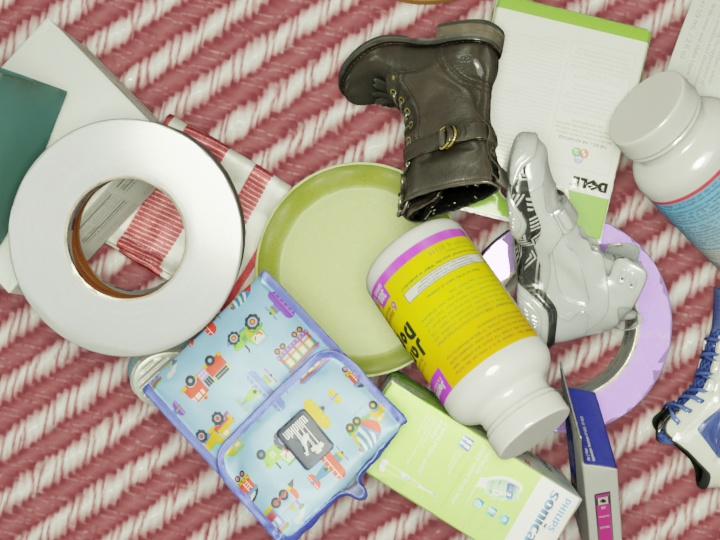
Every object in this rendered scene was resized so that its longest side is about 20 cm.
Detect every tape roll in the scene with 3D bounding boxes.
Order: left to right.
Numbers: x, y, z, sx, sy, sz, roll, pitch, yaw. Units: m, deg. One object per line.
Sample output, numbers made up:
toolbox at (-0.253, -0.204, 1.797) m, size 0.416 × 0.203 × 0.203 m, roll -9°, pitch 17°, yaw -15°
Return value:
tape roll at (-0.199, -0.030, 1.126) m, size 0.197 × 0.066 × 0.203 m, roll 0°, pitch 95°, yaw -2°
tape roll at (0.191, 0.049, 1.232) m, size 0.197 × 0.066 × 0.203 m, roll 0°, pitch 92°, yaw 2°

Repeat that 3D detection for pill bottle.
pill bottle at (0.095, 0.060, 1.127) m, size 0.104 × 0.104 × 0.201 m, roll -35°, pitch 67°, yaw 3°
pill bottle at (0.317, -0.084, 1.169) m, size 0.200 × 0.109 × 0.109 m, roll 40°, pitch 92°, yaw -25°

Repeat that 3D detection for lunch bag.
lunch bag at (-0.063, 0.129, 1.124) m, size 0.151 × 0.094 × 0.200 m, roll -44°, pitch 67°, yaw -4°

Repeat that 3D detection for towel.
towel at (-0.138, -0.042, 1.266) m, size 0.199 × 0.023 × 0.145 m, roll 31°, pitch 91°, yaw 2°

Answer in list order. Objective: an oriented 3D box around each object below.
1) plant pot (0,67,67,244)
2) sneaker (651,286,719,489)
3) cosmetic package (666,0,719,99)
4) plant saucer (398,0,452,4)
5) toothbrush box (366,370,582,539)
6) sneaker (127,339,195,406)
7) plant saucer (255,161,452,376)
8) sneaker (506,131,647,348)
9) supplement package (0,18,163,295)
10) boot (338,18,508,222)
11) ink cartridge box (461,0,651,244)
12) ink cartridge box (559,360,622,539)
plant pot at (-0.367, -0.086, 1.109) m, size 0.140 × 0.141 × 0.202 m, roll 19°, pitch 95°, yaw 9°
sneaker at (0.331, 0.119, 1.218) m, size 0.113 × 0.081 × 0.202 m, roll -6°, pitch 92°, yaw 0°
cosmetic package at (0.385, -0.177, 1.170) m, size 0.199 × 0.074 × 0.103 m, roll 20°, pitch 92°, yaw 38°
plant saucer at (0.063, -0.359, 1.246) m, size 0.197 × 0.037 × 0.203 m, roll 0°, pitch 90°, yaw 3°
toothbrush box at (0.091, 0.181, 1.197) m, size 0.199 × 0.146 × 0.087 m, roll 33°, pitch 91°, yaw 2°
sneaker at (-0.127, 0.097, 1.247) m, size 0.198 × 0.082 × 0.075 m, roll 12°, pitch 100°, yaw -22°
plant saucer at (0.000, 0.000, 1.229) m, size 0.197 × 0.031 × 0.203 m, roll 0°, pitch 83°, yaw 4°
sneaker at (0.189, -0.029, 1.143) m, size 0.113 × 0.075 × 0.203 m, roll -6°, pitch 110°, yaw 7°
supplement package at (-0.292, -0.101, 1.220) m, size 0.156 × 0.111 × 0.200 m, roll 45°, pitch 92°, yaw 9°
boot at (0.049, -0.127, 1.169) m, size 0.198 × 0.069 × 0.176 m, roll -12°, pitch 63°, yaw 40°
ink cartridge box at (0.174, -0.138, 1.219) m, size 0.146 × 0.076 × 0.203 m, roll 14°, pitch 89°, yaw 3°
ink cartridge box at (0.208, 0.183, 1.167) m, size 0.037 × 0.095 × 0.202 m, roll -11°, pitch 128°, yaw 5°
